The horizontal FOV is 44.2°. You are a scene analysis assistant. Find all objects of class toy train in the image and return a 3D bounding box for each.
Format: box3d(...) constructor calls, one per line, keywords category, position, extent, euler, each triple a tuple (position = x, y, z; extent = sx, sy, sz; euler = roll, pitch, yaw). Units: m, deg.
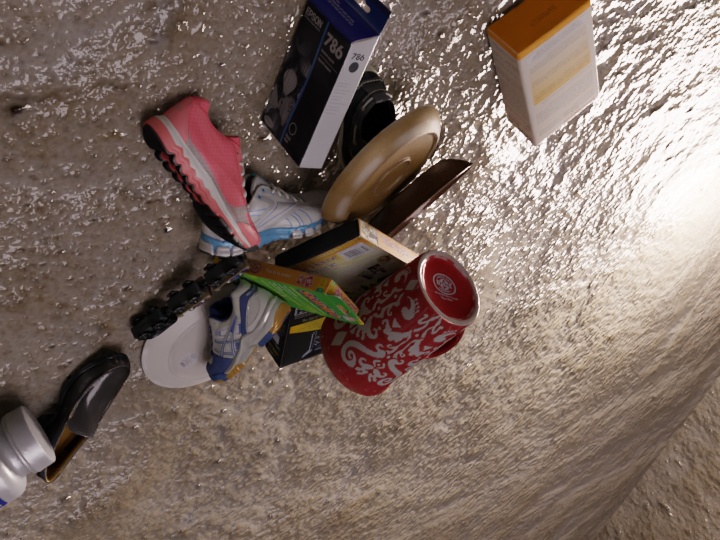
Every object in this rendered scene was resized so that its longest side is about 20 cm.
box3d(category="toy train", position=(-0.215, 0.033, 1.138), extent=(0.199, 0.034, 0.046), euler=(-35, 161, 21))

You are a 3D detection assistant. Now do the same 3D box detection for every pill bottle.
box3d(category="pill bottle", position=(-0.487, 0.255, 1.096), extent=(0.199, 0.112, 0.113), euler=(-32, 146, -13))

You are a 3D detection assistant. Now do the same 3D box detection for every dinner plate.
box3d(category="dinner plate", position=(-0.216, 0.101, 1.264), extent=(0.198, 0.024, 0.202), euler=(-25, 143, -20))

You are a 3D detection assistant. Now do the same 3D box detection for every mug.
box3d(category="mug", position=(0.067, 0.061, 1.196), extent=(0.177, 0.134, 0.200), euler=(-22, 167, -47))

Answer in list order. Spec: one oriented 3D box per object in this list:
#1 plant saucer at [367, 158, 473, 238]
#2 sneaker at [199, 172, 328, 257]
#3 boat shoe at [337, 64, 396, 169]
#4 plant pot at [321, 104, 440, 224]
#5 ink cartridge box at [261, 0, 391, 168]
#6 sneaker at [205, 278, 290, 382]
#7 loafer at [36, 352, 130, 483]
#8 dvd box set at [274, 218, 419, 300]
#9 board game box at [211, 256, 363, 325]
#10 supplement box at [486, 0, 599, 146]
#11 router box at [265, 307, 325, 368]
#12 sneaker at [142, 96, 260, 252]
box3d(category="plant saucer", position=(0.073, -0.096, 1.246), extent=(0.200, 0.037, 0.200), euler=(-41, 177, -2))
box3d(category="sneaker", position=(-0.113, -0.083, 1.113), extent=(0.199, 0.075, 0.088), euler=(-21, 123, -38))
box3d(category="boat shoe", position=(0.014, -0.166, 1.141), extent=(0.071, 0.068, 0.201), euler=(-31, 148, -19))
box3d(category="plant pot", position=(0.033, -0.126, 1.123), extent=(0.200, 0.028, 0.200), euler=(-41, 169, -10))
box3d(category="ink cartridge box", position=(-0.043, -0.224, 0.988), extent=(0.039, 0.100, 0.201), euler=(-2, 130, -41))
box3d(category="sneaker", position=(-0.173, 0.078, 1.208), extent=(0.200, 0.088, 0.076), euler=(-46, -169, 41))
box3d(category="loafer", position=(-0.368, 0.195, 1.178), extent=(0.200, 0.072, 0.073), euler=(-49, 144, 13))
box3d(category="dvd box set", position=(0.000, 0.000, 1.208), extent=(0.145, 0.030, 0.199), euler=(-23, 149, 31))
box3d(category="board game box", position=(-0.091, 0.024, 1.154), extent=(0.030, 0.198, 0.096), euler=(-65, 150, -16))
box3d(category="supplement box", position=(0.257, -0.287, 1.232), extent=(0.125, 0.074, 0.201), euler=(-37, 146, -5))
box3d(category="router box", position=(-0.041, 0.052, 1.350), extent=(0.198, 0.052, 0.159), euler=(-16, 139, -32))
box3d(category="sneaker", position=(-0.156, -0.107, 1.000), extent=(0.087, 0.073, 0.201), euler=(-44, 125, -17))
